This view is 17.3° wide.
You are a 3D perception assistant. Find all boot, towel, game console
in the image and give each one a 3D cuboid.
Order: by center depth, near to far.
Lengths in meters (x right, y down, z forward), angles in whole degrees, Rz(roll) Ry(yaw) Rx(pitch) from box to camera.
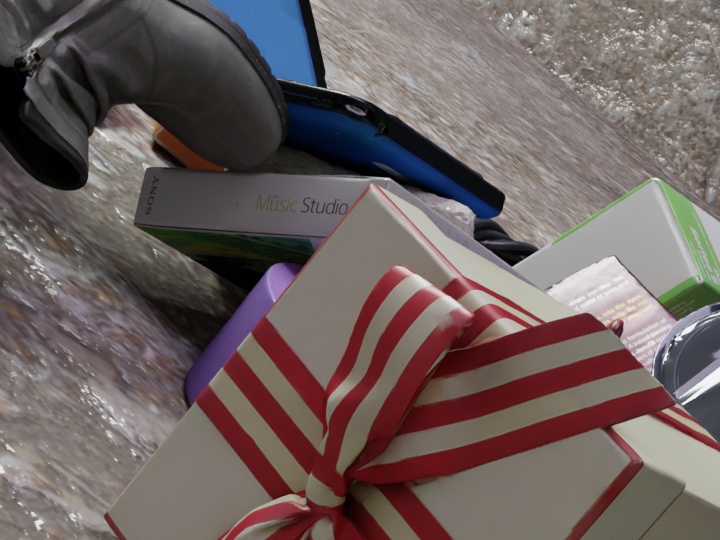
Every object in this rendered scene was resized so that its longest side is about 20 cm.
[{"bbox_3d":[-0.116,-0.080,1.050,0.200,0.068,0.131,47,40,-32],"label":"boot"},{"bbox_3d":[-0.019,-0.117,1.229,0.170,0.119,0.200,14,-6,27],"label":"game console"},{"bbox_3d":[-0.012,-0.031,1.273,0.132,0.035,0.200,16,-7,-5],"label":"towel"}]

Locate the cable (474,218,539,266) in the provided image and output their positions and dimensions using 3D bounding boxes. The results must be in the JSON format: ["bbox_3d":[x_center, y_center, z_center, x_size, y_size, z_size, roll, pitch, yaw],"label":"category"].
[{"bbox_3d":[0.104,0.019,1.608,0.200,0.051,0.163,32,14,-33],"label":"cable"}]

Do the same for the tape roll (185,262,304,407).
[{"bbox_3d":[0.018,0.084,1.088,0.200,0.066,0.200,37,11,-9],"label":"tape roll"}]

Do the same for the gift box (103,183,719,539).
[{"bbox_3d":[0.046,0.097,0.847,0.187,0.185,0.200,27,10,-49],"label":"gift box"}]

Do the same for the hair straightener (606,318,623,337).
[{"bbox_3d":[0.123,0.096,1.170,0.077,0.041,0.200,33,-31,7],"label":"hair straightener"}]

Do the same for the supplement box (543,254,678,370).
[{"bbox_3d":[0.164,0.102,1.296,0.200,0.085,0.111,49,-21,38],"label":"supplement box"}]

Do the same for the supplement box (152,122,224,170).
[{"bbox_3d":[-0.081,-0.108,1.490,0.066,0.069,0.200,39,10,-11],"label":"supplement box"}]

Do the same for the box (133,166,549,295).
[{"bbox_3d":[0.000,0.000,1.193,0.144,0.036,0.200,4,-18,34],"label":"box"}]

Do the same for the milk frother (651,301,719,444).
[{"bbox_3d":[0.217,0.144,1.052,0.199,0.189,0.181,5,41,4],"label":"milk frother"}]

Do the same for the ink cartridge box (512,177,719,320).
[{"bbox_3d":[0.185,0.041,1.482,0.200,0.145,0.084,28,35,-51],"label":"ink cartridge box"}]
